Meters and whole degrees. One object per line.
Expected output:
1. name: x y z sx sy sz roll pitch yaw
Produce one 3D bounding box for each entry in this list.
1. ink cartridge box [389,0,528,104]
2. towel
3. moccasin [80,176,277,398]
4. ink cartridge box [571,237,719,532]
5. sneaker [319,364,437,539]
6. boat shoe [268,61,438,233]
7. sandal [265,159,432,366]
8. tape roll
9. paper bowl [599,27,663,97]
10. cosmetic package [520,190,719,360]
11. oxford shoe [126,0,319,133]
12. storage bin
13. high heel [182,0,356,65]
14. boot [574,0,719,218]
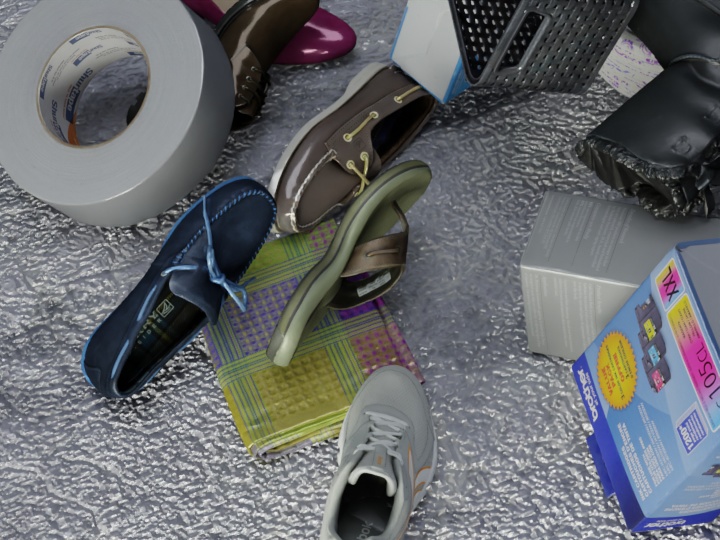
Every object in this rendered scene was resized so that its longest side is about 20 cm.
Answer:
1. ink cartridge box: 0.122 -0.238 1.718 0.068 0.116 0.200 41 51 17
2. towel: -0.046 0.053 1.589 0.143 0.023 0.200 -21 49 -7
3. moccasin: -0.126 0.021 1.572 0.200 0.080 0.068 -54 32 0
4. ink cartridge box: 0.220 0.088 1.411 0.076 0.200 0.137 -4 59 -23
5. sneaker: 0.015 0.141 1.449 0.075 0.092 0.201 11 53 2
6. boat shoe: -0.007 -0.096 1.677 0.059 0.072 0.200 19 47 24
7. sandal: -0.001 0.001 1.571 0.057 0.080 0.201 30 65 11
8. tape roll: -0.205 -0.140 1.699 0.199 0.066 0.201 -6 73 21
9. paper bowl: 0.283 -0.206 1.701 0.200 0.105 0.201 -5 49 6
10. cosmetic package: 0.223 0.018 1.518 0.199 0.107 0.090 10 51 15
11. oxford shoe: -0.098 -0.164 1.742 0.200 0.073 0.084 -47 60 0
12. storage bin: 0.129 -0.246 1.561 0.093 0.135 0.201 3 55 -19
13. high heel: -0.098 -0.240 1.800 0.199 0.096 0.068 13 53 20
14. boot: 0.225 -0.132 1.537 0.162 0.073 0.198 -44 49 -13
